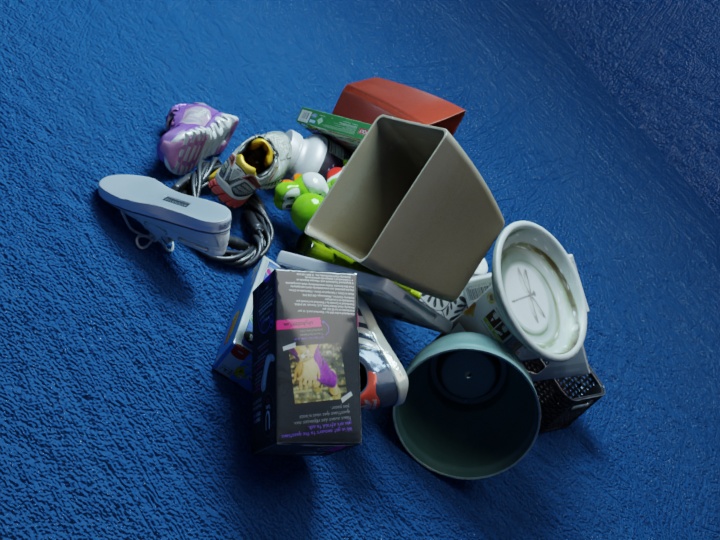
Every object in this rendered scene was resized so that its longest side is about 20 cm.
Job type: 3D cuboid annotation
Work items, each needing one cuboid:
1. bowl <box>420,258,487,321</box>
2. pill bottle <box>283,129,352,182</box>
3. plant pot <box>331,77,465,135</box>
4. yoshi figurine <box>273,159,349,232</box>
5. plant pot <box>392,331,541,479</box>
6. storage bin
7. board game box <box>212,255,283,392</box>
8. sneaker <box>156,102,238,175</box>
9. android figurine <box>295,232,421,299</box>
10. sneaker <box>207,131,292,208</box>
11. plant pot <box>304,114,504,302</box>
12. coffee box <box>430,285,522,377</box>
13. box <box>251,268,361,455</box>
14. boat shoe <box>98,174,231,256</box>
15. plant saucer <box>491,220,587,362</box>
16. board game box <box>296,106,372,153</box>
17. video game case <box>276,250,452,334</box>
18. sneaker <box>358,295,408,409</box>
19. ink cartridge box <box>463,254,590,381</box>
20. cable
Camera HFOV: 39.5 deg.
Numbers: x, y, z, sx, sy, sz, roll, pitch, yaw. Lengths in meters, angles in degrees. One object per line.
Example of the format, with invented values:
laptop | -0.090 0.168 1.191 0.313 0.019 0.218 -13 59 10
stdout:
bowl | 0.155 0.003 1.703 0.199 0.094 0.202 30 32 -21
pill bottle | -0.048 -0.147 1.639 0.198 0.113 0.113 28 33 -23
plant pot | 0.041 -0.236 1.791 0.175 0.201 0.199 36 29 12
yoshi figurine | -0.032 -0.104 1.534 0.197 0.114 0.112 -9 16 -18
plant pot | 0.148 0.168 1.399 0.199 0.201 0.134 37 22 -8
storage bin | 0.296 0.158 1.673 0.134 0.094 0.201 0 51 -49
board game box | -0.082 0.103 1.339 0.195 0.056 0.201 34 31 -14
sneaker | -0.263 -0.208 1.511 0.088 0.081 0.200 36 25 3
android figurine | 0.000 0.000 1.521 0.198 0.042 0.182 24 7 -17
sneaker | -0.144 -0.160 1.478 0.078 0.082 0.200 44 32 -6
plant pot | 0.075 -0.071 1.376 0.176 0.201 0.200 36 -4 -30
coffee box | 0.190 0.099 1.514 0.114 0.200 0.080 -7 57 -53
box | -0.066 0.111 1.183 0.105 0.122 0.203 4 74 -19
boat shoe | -0.260 -0.062 1.329 0.199 0.087 0.075 17 31 16
plant saucer | 0.236 0.034 1.389 0.199 0.050 0.203 23 56 -37
board game box | 0.007 -0.203 1.609 0.199 0.029 0.134 22 -8 40
video game case | 0.006 0.032 1.401 0.198 0.022 0.182 15 -12 39
sneaker | -0.017 0.100 1.299 0.083 0.076 0.201 -14 45 -24
ink cartridge box | 0.265 0.081 1.570 0.044 0.199 0.179 -19 93 -44
cable | -0.190 -0.087 1.459 0.163 0.051 0.200 41 30 -2
